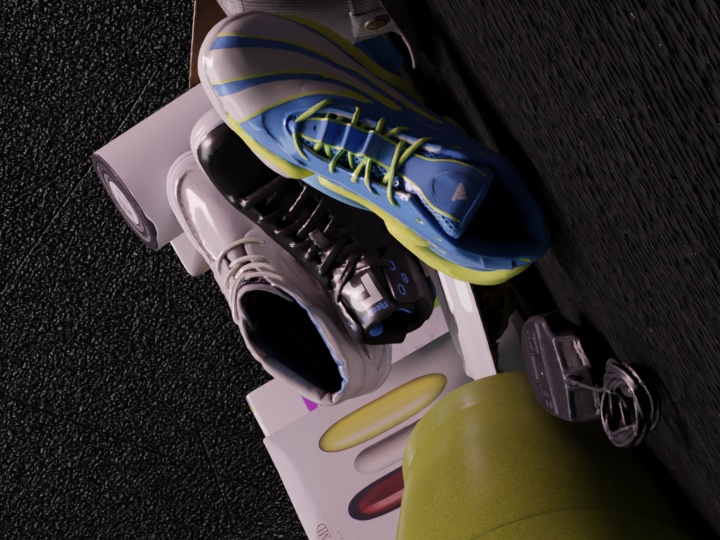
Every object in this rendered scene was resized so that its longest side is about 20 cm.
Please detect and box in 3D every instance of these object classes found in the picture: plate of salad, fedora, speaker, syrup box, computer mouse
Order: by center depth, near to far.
[{"bbox_3d":[0.122,0.053,1.033,0.200,0.034,0.059,-155,52,-79],"label":"computer mouse"},{"bbox_3d":[-0.044,-0.169,1.075,0.177,0.090,0.200,60,179,6],"label":"fedora"},{"bbox_3d":[0.066,-0.009,1.259,0.200,0.048,0.201,162,90,-89],"label":"plate of salad"},{"bbox_3d":[-0.081,-0.101,1.402,0.081,0.200,0.081,50,166,17],"label":"speaker"},{"bbox_3d":[0.022,0.083,1.507,0.079,0.199,0.081,61,179,11],"label":"syrup box"}]

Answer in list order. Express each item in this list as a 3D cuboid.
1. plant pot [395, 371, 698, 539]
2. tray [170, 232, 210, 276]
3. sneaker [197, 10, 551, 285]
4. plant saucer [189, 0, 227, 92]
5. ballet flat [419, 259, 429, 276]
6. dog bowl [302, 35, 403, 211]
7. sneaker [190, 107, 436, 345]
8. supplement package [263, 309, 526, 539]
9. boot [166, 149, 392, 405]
[{"bbox_3d":[0.101,0.164,1.141,0.193,0.200,0.201,-101,-14,-53],"label":"plant pot"},{"bbox_3d":[-0.066,-0.091,1.470,0.108,0.200,0.022,59,158,-6],"label":"tray"},{"bbox_3d":[0.017,-0.063,0.991,0.200,0.076,0.105,32,172,-17],"label":"sneaker"},{"bbox_3d":[-0.095,-0.219,1.445,0.200,0.035,0.201,-175,90,-87],"label":"plant saucer"},{"bbox_3d":[0.000,0.000,1.406,0.069,0.200,0.070,29,133,37],"label":"ballet flat"},{"bbox_3d":[-0.018,-0.100,1.178,0.111,0.050,0.200,15,-154,-30],"label":"dog bowl"},{"bbox_3d":[-0.016,-0.022,1.234,0.200,0.073,0.112,33,-155,-45],"label":"sneaker"},{"bbox_3d":[0.071,0.161,1.364,0.147,0.199,0.191,61,178,-33],"label":"supplement package"},{"bbox_3d":[-0.060,0.001,1.293,0.200,0.074,0.096,46,-166,7],"label":"boot"}]
